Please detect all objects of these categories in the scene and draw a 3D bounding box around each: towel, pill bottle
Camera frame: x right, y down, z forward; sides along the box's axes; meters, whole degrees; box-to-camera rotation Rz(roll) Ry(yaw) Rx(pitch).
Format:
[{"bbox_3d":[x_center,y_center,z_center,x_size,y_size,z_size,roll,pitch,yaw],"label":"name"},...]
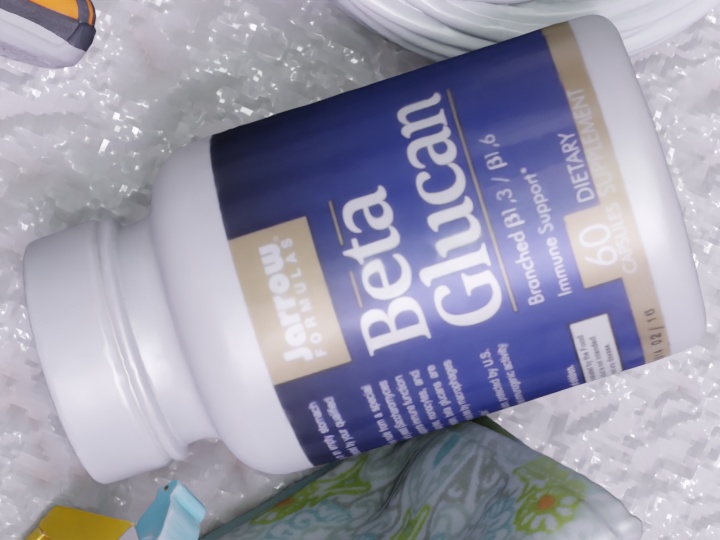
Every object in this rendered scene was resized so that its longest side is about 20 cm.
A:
[{"bbox_3d":[-0.020,0.116,0.739,0.200,0.171,0.048,-34,105,-10],"label":"towel"},{"bbox_3d":[0.000,0.000,0.766,0.199,0.111,0.111,-18,92,4],"label":"pill bottle"}]

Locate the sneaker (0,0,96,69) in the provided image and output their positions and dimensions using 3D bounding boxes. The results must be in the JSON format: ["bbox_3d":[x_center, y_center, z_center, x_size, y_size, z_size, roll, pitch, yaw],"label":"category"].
[{"bbox_3d":[-0.154,-0.152,0.764,0.200,0.078,0.112,32,84,-9],"label":"sneaker"}]

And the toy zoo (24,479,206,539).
[{"bbox_3d":[-0.120,0.142,0.738,0.200,0.131,0.020,-46,111,-9],"label":"toy zoo"}]

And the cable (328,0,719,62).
[{"bbox_3d":[0.055,-0.164,0.811,0.199,0.069,0.201,19,85,-11],"label":"cable"}]
